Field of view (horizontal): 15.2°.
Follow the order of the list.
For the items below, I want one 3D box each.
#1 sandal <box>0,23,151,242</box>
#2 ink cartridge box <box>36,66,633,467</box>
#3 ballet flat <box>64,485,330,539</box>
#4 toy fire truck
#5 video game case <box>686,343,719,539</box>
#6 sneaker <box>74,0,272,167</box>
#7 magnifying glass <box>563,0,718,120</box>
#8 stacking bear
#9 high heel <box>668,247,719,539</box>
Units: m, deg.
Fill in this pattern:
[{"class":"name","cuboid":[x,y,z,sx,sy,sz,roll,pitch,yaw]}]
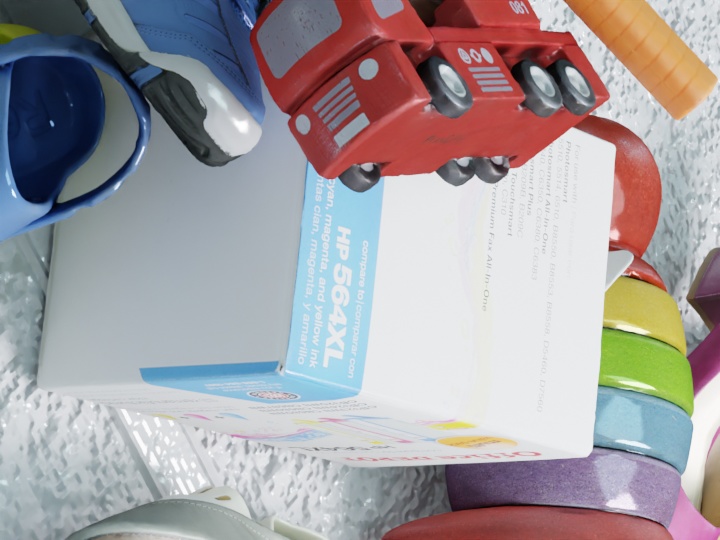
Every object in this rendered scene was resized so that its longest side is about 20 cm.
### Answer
[{"class":"sandal","cuboid":[-0.142,-0.030,0.880,0.200,0.087,0.080,-40,119,-41]},{"class":"ink cartridge box","cuboid":[0.000,0.000,1.006,0.200,0.128,0.126,18,73,-46]},{"class":"ballet flat","cuboid":[-0.045,0.116,1.008,0.200,0.067,0.064,31,37,-44]},{"class":"toy fire truck","cuboid":[0.017,-0.099,0.914,0.200,0.049,0.141,-7,62,-59]},{"class":"video game case","cuboid":[0.155,0.136,1.253,0.182,0.023,0.201,-6,91,-49]},{"class":"sneaker","cuboid":[-0.058,-0.119,0.918,0.076,0.077,0.200,54,15,-48]},{"class":"magnifying glass","cuboid":[0.049,-0.132,0.926,0.200,0.022,0.080,48,27,-5]},{"class":"stacking bear","cuboid":[0.084,0.032,1.122,0.121,0.113,0.201,21,67,-46]},{"class":"high heel","cuboid":[0.176,0.067,1.195,0.067,0.096,0.200,51,51,-33]}]
